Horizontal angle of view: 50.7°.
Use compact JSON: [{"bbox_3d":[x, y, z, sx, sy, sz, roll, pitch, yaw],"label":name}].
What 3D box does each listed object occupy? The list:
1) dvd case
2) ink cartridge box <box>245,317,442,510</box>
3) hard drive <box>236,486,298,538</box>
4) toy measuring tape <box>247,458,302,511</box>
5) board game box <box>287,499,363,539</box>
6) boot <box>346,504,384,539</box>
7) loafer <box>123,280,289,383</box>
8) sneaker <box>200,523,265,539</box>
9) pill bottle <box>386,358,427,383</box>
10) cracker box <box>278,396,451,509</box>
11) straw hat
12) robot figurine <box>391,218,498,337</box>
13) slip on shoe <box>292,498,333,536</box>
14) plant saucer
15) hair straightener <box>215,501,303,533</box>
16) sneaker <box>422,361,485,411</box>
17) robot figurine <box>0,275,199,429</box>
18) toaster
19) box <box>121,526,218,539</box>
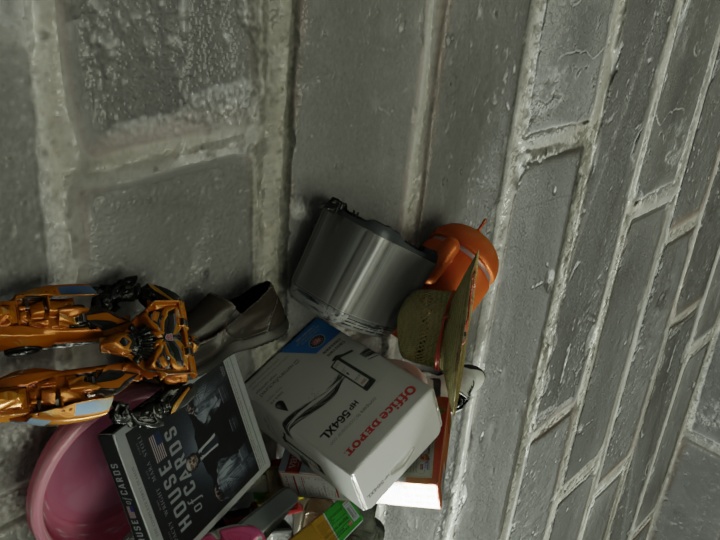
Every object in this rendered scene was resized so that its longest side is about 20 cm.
[{"bbox_3d":[-0.170,0.185,0.775,0.200,0.025,0.151,-39,116,-61],"label":"dvd case"},{"bbox_3d":[-0.023,0.166,0.919,0.146,0.200,0.085,-42,138,-26],"label":"ink cartridge box"},{"bbox_3d":[-0.164,0.355,0.909,0.200,0.026,0.132,-54,166,21],"label":"hard drive"},{"bbox_3d":[-0.132,0.277,0.969,0.200,0.073,0.074,15,100,-47],"label":"toy measuring tape"},{"bbox_3d":[-0.099,0.360,0.916,0.200,0.040,0.153,-40,168,8],"label":"board game box"},{"bbox_3d":[-0.007,0.428,1.144,0.200,0.067,0.131,83,14,-49],"label":"boot"},{"bbox_3d":[-0.164,0.058,0.804,0.200,0.073,0.072,-22,115,-45],"label":"loafer"},{"bbox_3d":[-0.168,0.338,0.798,0.200,0.074,0.087,-48,162,4],"label":"sneaker"},{"bbox_3d":[0.041,0.238,1.112,0.111,0.111,0.201,-28,130,-38],"label":"pill bottle"},{"bbox_3d":[0.010,0.222,0.962,0.134,0.199,0.058,-73,160,-48],"label":"cracker box"},{"bbox_3d":[0.088,0.069,0.918,0.201,0.085,0.202,9,90,-80],"label":"straw hat"},{"bbox_3d":[0.117,0.017,1.072,0.200,0.116,0.144,-51,120,-14],"label":"robot figurine"},{"bbox_3d":[-0.063,0.416,1.135,0.076,0.060,0.201,-17,123,-44],"label":"slip on shoe"},{"bbox_3d":[-0.253,0.203,0.789,0.200,0.051,0.201,-27,129,-38],"label":"plant saucer"},{"bbox_3d":[-0.155,0.345,0.991,0.200,0.041,0.077,9,111,-59],"label":"hair straightener"},{"bbox_3d":[0.155,0.203,1.257,0.200,0.080,0.074,-8,115,-50],"label":"sneaker"},{"bbox_3d":[-0.232,0.073,0.671,0.199,0.058,0.146,-3,72,-36],"label":"robot figurine"},{"bbox_3d":[0.000,0.000,0.920,0.200,0.113,0.130,22,96,-58],"label":"toaster"},{"bbox_3d":[-0.251,0.351,0.818,0.200,0.050,0.158,-47,160,-8],"label":"box"}]
